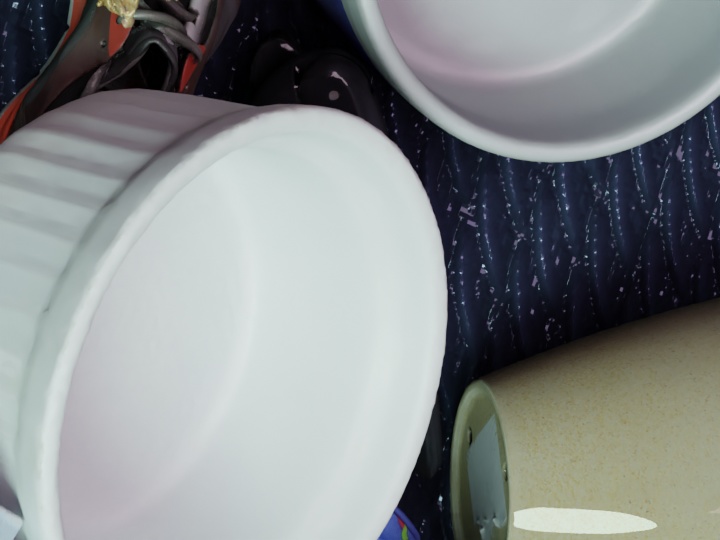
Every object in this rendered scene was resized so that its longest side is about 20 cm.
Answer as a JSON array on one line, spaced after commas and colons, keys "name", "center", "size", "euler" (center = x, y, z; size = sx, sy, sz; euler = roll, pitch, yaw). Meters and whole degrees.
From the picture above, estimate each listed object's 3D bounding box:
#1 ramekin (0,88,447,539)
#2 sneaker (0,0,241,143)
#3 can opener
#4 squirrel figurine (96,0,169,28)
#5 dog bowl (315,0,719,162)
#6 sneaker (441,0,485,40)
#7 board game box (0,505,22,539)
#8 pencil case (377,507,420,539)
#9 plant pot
[{"name": "ramekin", "center": [-0.067, 0.032, 0.758], "size": [0.200, 0.097, 0.201], "euler": [-23, 121, -45]}, {"name": "sneaker", "center": [-0.077, -0.096, 0.826], "size": [0.077, 0.082, 0.201], "euler": [24, 83, -26]}, {"name": "can opener", "center": [0.000, 0.000, 0.874], "size": [0.063, 0.079, 0.201], "euler": [-11, 111, 16]}, {"name": "squirrel figurine", "center": [-0.104, -0.190, 0.753], "size": [0.186, 0.142, 0.200], "euler": [-20, 62, -17]}, {"name": "dog bowl", "center": [0.075, -0.149, 0.834], "size": [0.199, 0.079, 0.201], "euler": [-9, 116, -20]}, {"name": "sneaker", "center": [0.051, -0.194, 0.888], "size": [0.075, 0.077, 0.201], "euler": [7, 92, -29]}, {"name": "board game box", "center": [-0.236, 0.118, 0.695], "size": [0.200, 0.199, 0.041], "euler": [-58, 143, -11]}, {"name": "pencil case", "center": [-0.064, 0.146, 0.849], "size": [0.200, 0.078, 0.087], "euler": [-46, 136, -17]}, {"name": "plant pot", "center": [0.145, 0.090, 0.913], "size": [0.199, 0.187, 0.188], "euler": [1, 93, -13]}]
